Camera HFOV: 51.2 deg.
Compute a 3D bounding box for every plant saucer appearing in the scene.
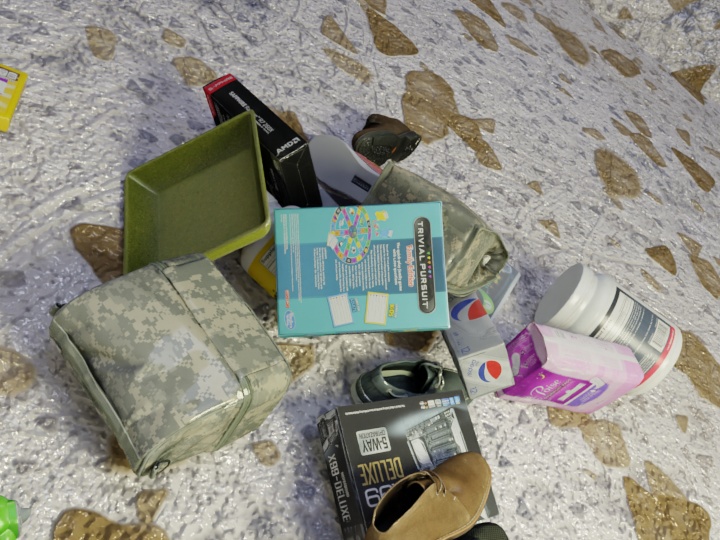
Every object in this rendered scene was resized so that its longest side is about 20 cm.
[{"bbox_3d":[-0.196,-0.078,0.926,0.048,0.199,0.200,50,21,-49],"label":"plant saucer"}]

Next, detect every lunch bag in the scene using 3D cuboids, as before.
[{"bbox_3d":[0.106,-0.049,1.031,0.164,0.118,0.200,39,13,24],"label":"lunch bag"},{"bbox_3d":[-0.199,0.094,0.763,0.168,0.139,0.200,-19,64,-46],"label":"lunch bag"}]

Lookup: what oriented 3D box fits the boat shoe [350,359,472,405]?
[{"bbox_3d":[0.084,0.151,0.984,0.200,0.062,0.073,6,49,-34],"label":"boat shoe"}]

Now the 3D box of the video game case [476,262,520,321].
[{"bbox_3d":[0.160,-0.002,1.219,0.182,0.023,0.200,41,39,3],"label":"video game case"}]

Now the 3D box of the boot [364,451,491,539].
[{"bbox_3d":[0.079,0.238,0.788,0.074,0.076,0.200,22,34,34],"label":"boot"}]

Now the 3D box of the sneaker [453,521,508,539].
[{"bbox_3d":[0.123,0.325,0.811,0.199,0.114,0.076,-15,64,-47],"label":"sneaker"}]

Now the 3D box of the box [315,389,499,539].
[{"bbox_3d":[0.057,0.230,0.874,0.200,0.050,0.158,1,65,-37],"label":"box"}]

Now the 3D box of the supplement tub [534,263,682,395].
[{"bbox_3d":[0.399,0.095,1.216,0.200,0.140,0.140,35,39,-4],"label":"supplement tub"}]

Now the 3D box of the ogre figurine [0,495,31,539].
[{"bbox_3d":[-0.347,0.207,0.580,0.200,0.098,0.120,24,52,0],"label":"ogre figurine"}]

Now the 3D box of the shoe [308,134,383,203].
[{"bbox_3d":[0.004,-0.144,1.208,0.200,0.072,0.091,38,10,22],"label":"shoe"}]

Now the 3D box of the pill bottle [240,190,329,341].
[{"bbox_3d":[-0.084,-0.013,0.975,0.200,0.111,0.111,44,40,6],"label":"pill bottle"}]

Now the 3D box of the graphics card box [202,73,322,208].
[{"bbox_3d":[-0.135,-0.171,1.037,0.051,0.126,0.200,-33,55,-16],"label":"graphics card box"}]

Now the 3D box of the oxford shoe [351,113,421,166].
[{"bbox_3d":[0.027,-0.229,1.297,0.084,0.073,0.200,44,24,12],"label":"oxford shoe"}]

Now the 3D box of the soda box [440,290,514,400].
[{"bbox_3d":[0.146,0.086,1.020,0.200,0.063,0.068,-104,175,-66],"label":"soda box"}]

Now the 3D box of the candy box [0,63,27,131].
[{"bbox_3d":[-0.527,-0.244,0.926,0.200,0.026,0.102,17,47,-23],"label":"candy box"}]

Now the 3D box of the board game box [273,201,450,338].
[{"bbox_3d":[0.000,0.000,0.894,0.200,0.047,0.151,-2,82,-2],"label":"board game box"}]

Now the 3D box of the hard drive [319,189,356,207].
[{"bbox_3d":[0.008,-0.034,1.078,0.200,0.042,0.135,50,15,19],"label":"hard drive"}]

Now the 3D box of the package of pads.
[{"bbox_3d":[0.303,0.148,1.108,0.200,0.121,0.076,15,45,-27],"label":"package of pads"}]
